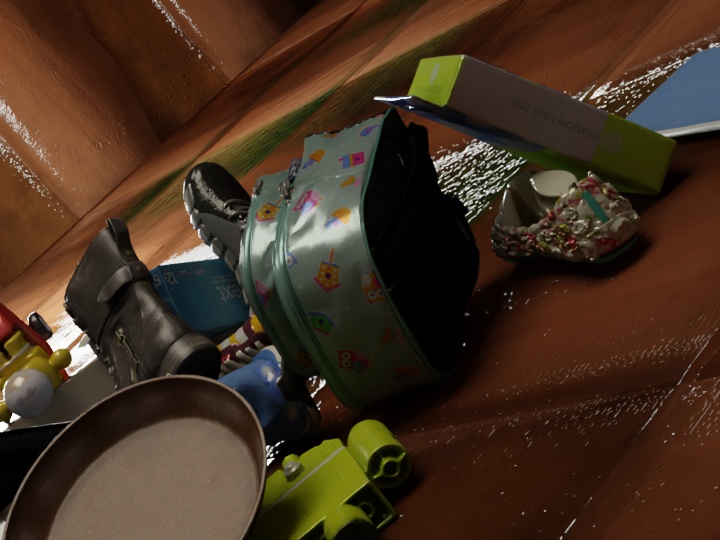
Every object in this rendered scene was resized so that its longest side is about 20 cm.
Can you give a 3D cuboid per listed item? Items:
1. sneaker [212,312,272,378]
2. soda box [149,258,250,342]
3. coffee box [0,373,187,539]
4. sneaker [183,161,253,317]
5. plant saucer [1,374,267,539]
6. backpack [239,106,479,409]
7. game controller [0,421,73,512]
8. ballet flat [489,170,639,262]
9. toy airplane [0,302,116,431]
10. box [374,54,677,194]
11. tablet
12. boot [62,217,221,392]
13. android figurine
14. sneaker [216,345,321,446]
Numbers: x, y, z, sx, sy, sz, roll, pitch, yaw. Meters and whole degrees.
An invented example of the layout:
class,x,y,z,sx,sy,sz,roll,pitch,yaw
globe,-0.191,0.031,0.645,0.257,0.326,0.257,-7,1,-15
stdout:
class,x,y,z,sx,sy,sz,roll,pitch,yaw
sneaker,-0.096,0.085,1.521,0.200,0.075,0.090,-37,8,49
soda box,-0.134,0.031,1.626,0.064,0.068,0.200,-32,-12,31
coffee box,-0.173,0.182,1.263,0.200,0.113,0.080,-39,57,-5
sneaker,-0.075,-0.034,1.574,0.075,0.200,0.115,-19,-17,-43
plant saucer,-0.143,0.159,1.157,0.200,0.034,0.200,-18,46,20
backpack,0.000,0.000,1.298,0.153,0.176,0.200,-20,30,14
game controller,-0.225,0.159,1.295,0.200,0.042,0.104,-4,-50,-42
ballet flat,0.142,-0.045,1.297,0.076,0.064,0.200,-37,12,-16
toy airplane,-0.286,0.127,1.623,0.141,0.199,0.200,53,-136,-82
box,0.121,-0.112,1.319,0.122,0.200,0.048,-161,92,-76
tablet,0.282,-0.144,1.394,0.130,0.014,0.200,-43,14,-17
boot,-0.203,0.077,1.526,0.069,0.174,0.200,-4,-50,-46
android figurine,-0.045,0.169,1.166,0.182,0.041,0.200,-39,15,-2
sneaker,-0.102,0.120,1.379,0.089,0.079,0.200,-30,-2,-34
